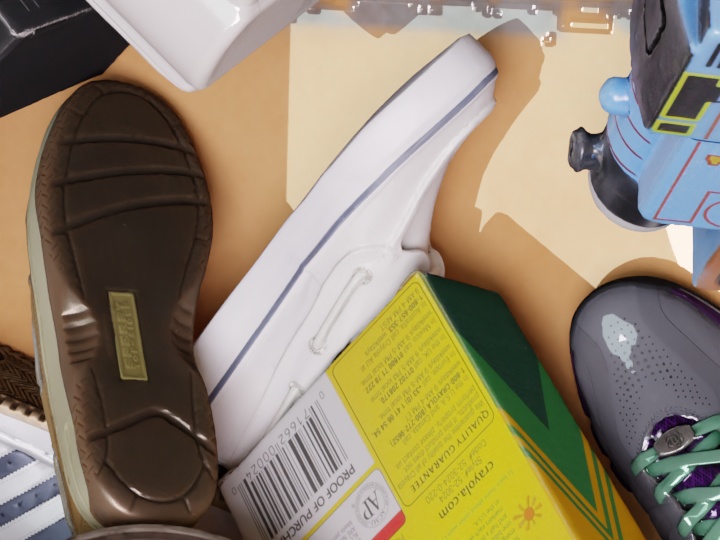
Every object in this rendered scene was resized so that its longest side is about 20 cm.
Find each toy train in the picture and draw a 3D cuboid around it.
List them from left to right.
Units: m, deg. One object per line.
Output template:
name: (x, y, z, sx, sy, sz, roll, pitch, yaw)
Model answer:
toy train: (0.138, -0.060, 0.774, 0.113, 0.200, 0.087, 8, 67, -6)

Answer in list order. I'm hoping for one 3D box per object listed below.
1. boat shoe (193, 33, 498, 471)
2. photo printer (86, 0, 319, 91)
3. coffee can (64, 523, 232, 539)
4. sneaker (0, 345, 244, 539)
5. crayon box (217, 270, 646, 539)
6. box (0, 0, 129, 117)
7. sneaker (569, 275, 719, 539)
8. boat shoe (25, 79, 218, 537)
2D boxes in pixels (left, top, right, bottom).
boat shoe: (0.000, 0.000, 0.887, 0.065, 0.074, 0.200, 39, 118, 2)
photo printer: (-0.073, -0.177, 0.824, 0.200, 0.166, 0.069, 45, 140, 4)
coffee can: (-0.086, 0.201, 0.833, 0.146, 0.147, 0.200, 34, 144, 8)
sneaker: (-0.138, 0.099, 0.937, 0.199, 0.070, 0.109, 25, 103, 7)
crayon box: (0.038, 0.117, 0.822, 0.127, 0.051, 0.201, -47, 51, 25)
box: (-0.171, -0.155, 0.860, 0.079, 0.141, 0.200, -40, 87, 32)
sneaker: (0.141, 0.092, 0.846, 0.074, 0.088, 0.201, -33, 91, 12)
boat shoe: (-0.099, 0.023, 0.881, 0.071, 0.201, 0.076, 11, 143, -19)
